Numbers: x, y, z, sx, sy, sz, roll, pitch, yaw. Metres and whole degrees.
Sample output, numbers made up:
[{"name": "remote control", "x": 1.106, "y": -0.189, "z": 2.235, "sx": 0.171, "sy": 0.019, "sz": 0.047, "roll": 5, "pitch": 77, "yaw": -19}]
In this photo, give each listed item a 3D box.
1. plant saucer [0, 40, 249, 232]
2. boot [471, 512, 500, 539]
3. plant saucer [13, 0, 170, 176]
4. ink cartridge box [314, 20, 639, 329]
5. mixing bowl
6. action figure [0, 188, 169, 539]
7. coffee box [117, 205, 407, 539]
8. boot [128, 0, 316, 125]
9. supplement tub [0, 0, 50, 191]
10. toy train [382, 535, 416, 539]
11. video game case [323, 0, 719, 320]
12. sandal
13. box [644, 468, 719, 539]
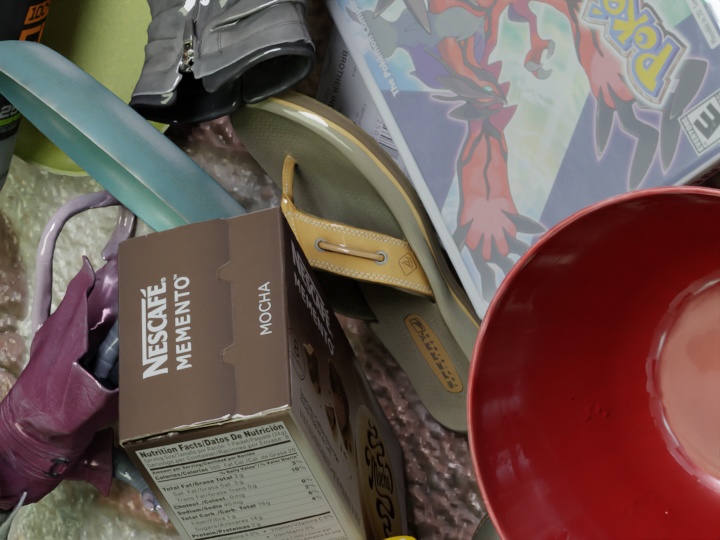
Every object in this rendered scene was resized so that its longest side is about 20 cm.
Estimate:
[{"name": "plant saucer", "x": -0.105, "y": -0.048, "z": 1.210, "sx": 0.200, "sy": 0.200, "sz": 0.027, "roll": 37, "pitch": 84, "yaw": 28}, {"name": "boot", "x": 0.042, "y": 0.209, "z": 1.158, "sx": 0.074, "sy": 0.097, "sz": 0.201, "roll": 19, "pitch": 109, "yaw": 35}, {"name": "plant saucer", "x": -0.145, "y": -0.151, "z": 1.324, "sx": 0.199, "sy": 0.031, "sz": 0.202, "roll": 7, "pitch": 101, "yaw": 37}, {"name": "ink cartridge box", "x": 0.065, "y": -0.065, "z": 1.169, "sx": 0.199, "sy": 0.042, "sz": 0.120, "roll": 27, "pitch": 111, "yaw": 35}, {"name": "mixing bowl", "x": 0.157, "y": 0.058, "z": 1.062, "sx": 0.199, "sy": 0.108, "sz": 0.202, "roll": 5, "pitch": 101, "yaw": 27}, {"name": "action figure", "x": -0.170, "y": 0.076, "z": 1.308, "sx": 0.200, "sy": 0.134, "sz": 0.149, "roll": -47, "pitch": 67, "yaw": 28}, {"name": "coffee box", "x": -0.041, "y": 0.079, "z": 1.147, "sx": 0.079, "sy": 0.200, "sz": 0.114, "roll": -12, "pitch": 50, "yaw": 11}, {"name": "boot", "x": -0.029, "y": -0.149, "z": 1.143, "sx": 0.200, "sy": 0.070, "sz": 0.132, "roll": -31, "pitch": 54, "yaw": 40}, {"name": "supplement tub", "x": -0.221, "y": -0.141, "z": 1.287, "sx": 0.122, "sy": 0.122, "sz": 0.201, "roll": 30, "pitch": 114, "yaw": 31}, {"name": "toy train", "x": 0.053, "y": 0.202, "z": 1.109, "sx": 0.056, "sy": 0.199, "sz": 0.151, "roll": 9, "pitch": 79, "yaw": 68}, {"name": "video game case", "x": 0.078, "y": -0.107, "z": 1.117, "sx": 0.182, "sy": 0.023, "sz": 0.201, "roll": -36, "pitch": 72, "yaw": 34}, {"name": "sandal", "x": 0.000, "y": 0.000, "z": 1.178, "sx": 0.201, "sy": 0.054, "sz": 0.080, "roll": 58, "pitch": 148, "yaw": -9}, {"name": "box", "x": 0.152, "y": 0.197, "z": 1.146, "sx": 0.200, "sy": 0.021, "sz": 0.164, "roll": 40, "pitch": 118, "yaw": 27}]
